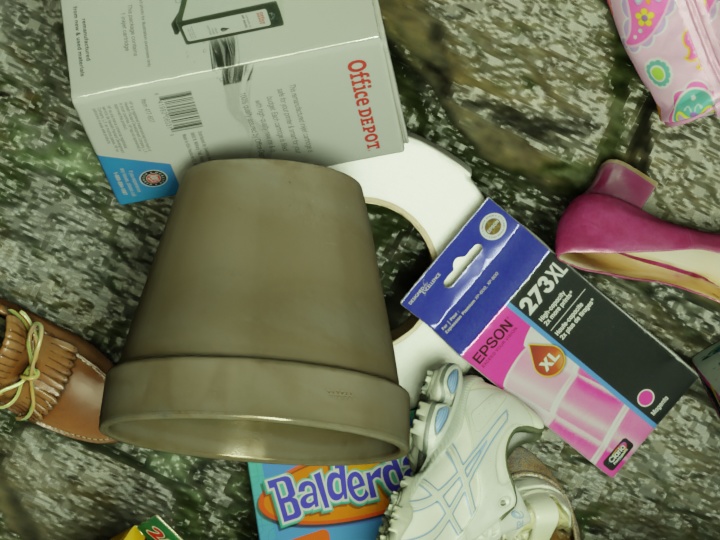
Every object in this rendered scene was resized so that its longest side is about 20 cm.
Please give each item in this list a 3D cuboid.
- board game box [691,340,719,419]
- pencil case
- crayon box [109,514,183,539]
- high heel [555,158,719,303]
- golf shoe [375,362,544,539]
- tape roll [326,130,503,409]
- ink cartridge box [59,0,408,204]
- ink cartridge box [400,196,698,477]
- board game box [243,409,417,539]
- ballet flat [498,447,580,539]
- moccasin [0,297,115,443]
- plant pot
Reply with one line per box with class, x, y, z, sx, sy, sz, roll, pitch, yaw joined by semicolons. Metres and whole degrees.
board game box;0.292;0.127;1.599;0.064;0.200;0.148;-28;100;2
pencil case;0.201;-0.198;1.595;0.087;0.087;0.201;-22;101;2
crayon box;-0.148;0.243;1.613;0.127;0.200;0.051;44;54;-8
high heel;0.225;0.006;1.616;0.200;0.096;0.067;35;140;-1
golf shoe;0.062;0.161;1.575;0.097;0.078;0.201;19;68;0
tape roll;0.000;0.000;1.648;0.202;0.037;0.204;0;101;-1
ink cartridge box;-0.078;-0.126;1.555;0.199;0.146;0.085;-11;63;2
ink cartridge box;0.130;0.047;1.638;0.200;0.037;0.095;39;94;-22
board game box;0.009;0.199;1.620;0.151;0.045;0.201;-9;67;-5
ballet flat;0.125;0.194;1.620;0.068;0.067;0.201;-8;59;-11
moccasin;-0.240;0.054;1.626;0.201;0.078;0.074;38;97;-8
plant pot;-0.062;0.026;1.543;0.199;0.200;0.175;5;79;-3
